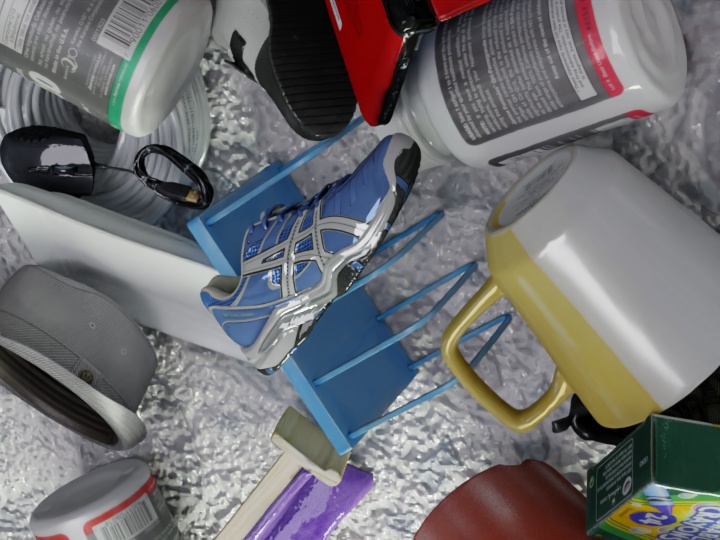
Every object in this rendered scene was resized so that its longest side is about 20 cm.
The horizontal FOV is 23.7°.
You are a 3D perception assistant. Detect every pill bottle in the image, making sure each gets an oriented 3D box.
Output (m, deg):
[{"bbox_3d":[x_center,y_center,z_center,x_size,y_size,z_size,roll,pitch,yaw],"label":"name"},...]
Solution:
[{"bbox_3d":[0.108,-0.133,1.151,0.199,0.111,0.111,-18,103,31],"label":"pill bottle"},{"bbox_3d":[-0.215,-0.188,1.213,0.199,0.113,0.113,29,122,7],"label":"pill bottle"},{"bbox_3d":[-0.195,0.276,1.486,0.113,0.114,0.201,-17,104,32],"label":"pill bottle"}]

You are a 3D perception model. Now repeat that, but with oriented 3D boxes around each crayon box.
[{"bbox_3d":[0.266,0.153,1.149,0.199,0.052,0.126,9,154,-10],"label":"crayon box"}]

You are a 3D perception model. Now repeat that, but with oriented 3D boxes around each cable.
[{"bbox_3d":[-0.212,-0.126,1.343,0.199,0.069,0.201,-16,105,32],"label":"cable"}]

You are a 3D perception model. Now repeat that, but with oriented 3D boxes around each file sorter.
[{"bbox_3d":[0.000,0.000,1.252,0.122,0.139,0.200,-31,96,30],"label":"file sorter"}]

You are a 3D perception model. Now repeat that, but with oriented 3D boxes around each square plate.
[{"bbox_3d":[-0.173,0.001,1.340,0.197,0.029,0.200,19,160,14],"label":"square plate"}]

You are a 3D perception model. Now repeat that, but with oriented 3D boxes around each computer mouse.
[{"bbox_3d":[-0.197,-0.072,1.283,0.199,0.034,0.059,10,115,31],"label":"computer mouse"}]

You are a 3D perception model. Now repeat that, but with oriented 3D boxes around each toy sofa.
[{"bbox_3d":[-0.080,0.218,1.380,0.097,0.083,0.200,38,102,-1],"label":"toy sofa"}]

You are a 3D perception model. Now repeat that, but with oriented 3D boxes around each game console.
[{"bbox_3d":[0.047,-0.224,1.134,0.173,0.118,0.201,109,149,-56],"label":"game console"}]

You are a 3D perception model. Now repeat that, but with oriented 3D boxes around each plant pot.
[{"bbox_3d":[0.142,0.253,1.239,0.195,0.200,0.202,48,132,42],"label":"plant pot"}]

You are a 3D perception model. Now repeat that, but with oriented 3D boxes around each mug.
[{"bbox_3d":[0.152,0.012,1.135,0.153,0.187,0.149,45,165,-13],"label":"mug"}]

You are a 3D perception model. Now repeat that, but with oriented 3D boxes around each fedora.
[{"bbox_3d":[-0.244,0.061,1.403,0.200,0.091,0.177,36,159,-14],"label":"fedora"}]

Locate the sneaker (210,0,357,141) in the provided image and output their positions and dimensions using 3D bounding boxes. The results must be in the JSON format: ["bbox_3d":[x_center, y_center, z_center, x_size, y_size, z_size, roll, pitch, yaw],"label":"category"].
[{"bbox_3d":[-0.062,-0.166,1.225,0.089,0.074,0.201,-48,53,47],"label":"sneaker"}]

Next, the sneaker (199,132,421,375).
[{"bbox_3d":[-0.034,-0.018,1.139,0.077,0.076,0.200,39,114,-2],"label":"sneaker"}]

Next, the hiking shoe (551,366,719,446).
[{"bbox_3d":[0.238,0.108,1.198,0.199,0.101,0.076,0,112,27],"label":"hiking shoe"}]
